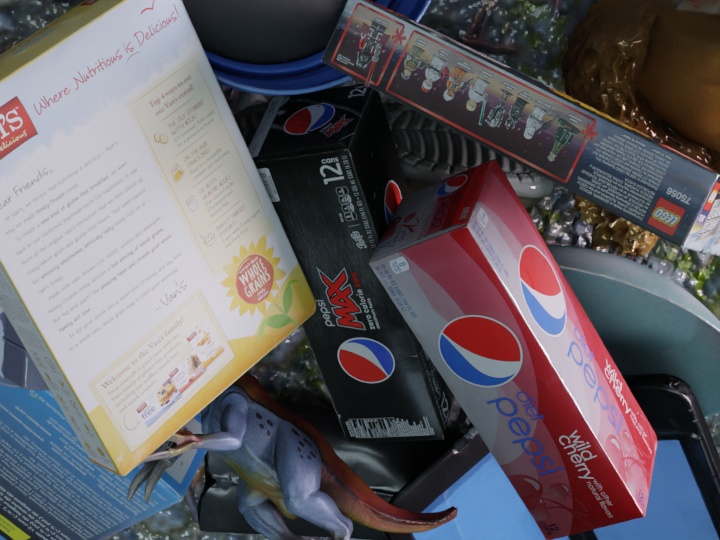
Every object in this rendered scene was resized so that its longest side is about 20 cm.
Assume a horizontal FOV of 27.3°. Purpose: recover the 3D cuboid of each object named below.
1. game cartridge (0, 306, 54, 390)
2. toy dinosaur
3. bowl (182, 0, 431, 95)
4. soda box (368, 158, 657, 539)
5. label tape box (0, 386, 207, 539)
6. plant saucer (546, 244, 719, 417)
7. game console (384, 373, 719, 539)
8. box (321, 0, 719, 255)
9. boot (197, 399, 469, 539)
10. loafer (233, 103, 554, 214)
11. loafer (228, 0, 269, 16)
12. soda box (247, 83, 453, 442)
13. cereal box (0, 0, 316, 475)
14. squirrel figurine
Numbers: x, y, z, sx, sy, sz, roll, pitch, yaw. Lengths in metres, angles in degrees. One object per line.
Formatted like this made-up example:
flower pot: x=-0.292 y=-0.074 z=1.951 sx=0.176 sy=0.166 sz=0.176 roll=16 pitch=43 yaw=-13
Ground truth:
game cartridge: x=-0.203 y=-0.013 z=0.805 sx=0.038 sy=0.199 sz=0.131 roll=5 pitch=95 yaw=-32
toy dinosaur: x=-0.069 y=0.094 z=0.853 sx=0.105 sy=0.199 sz=0.183 roll=-24 pitch=82 yaw=51
bowl: x=-0.046 y=-0.193 z=0.774 sx=0.198 sy=0.039 sz=0.203 roll=-4 pitch=98 yaw=-26
soda box: x=0.087 y=0.046 z=0.796 sx=0.063 sy=0.070 sz=0.201 roll=-21 pitch=115 yaw=30
label tape box: x=-0.208 y=0.109 z=0.939 sx=0.143 sy=0.066 sz=0.199 roll=43 pitch=135 yaw=-19
plant saucer: x=0.138 y=0.030 z=0.889 sx=0.199 sy=0.039 sz=0.201 roll=16 pitch=157 yaw=7
game console: x=0.139 y=0.175 z=0.927 sx=0.174 sy=0.117 sz=0.201 roll=-4 pitch=130 yaw=31
box: x=0.092 y=-0.070 z=0.741 sx=0.199 sy=0.137 sz=0.040 roll=30 pitch=100 yaw=19
boot: x=-0.010 y=0.170 z=0.978 sx=0.197 sy=0.066 sz=0.167 roll=5 pitch=103 yaw=-10
loafer: x=0.015 y=-0.055 z=0.878 sx=0.197 sy=0.076 sz=0.070 roll=6 pitch=131 yaw=7
loafer: x=-0.119 y=-0.194 z=0.809 sx=0.200 sy=0.069 sz=0.070 roll=40 pitch=130 yaw=-23
soda box: x=0.000 y=0.000 z=0.828 sx=0.063 sy=0.071 sz=0.202 roll=-5 pitch=126 yaw=19
cereal box: x=-0.114 y=-0.023 z=0.721 sx=0.144 sy=0.039 sz=0.201 roll=-39 pitch=121 yaw=-28
squirrel figurine: x=0.216 y=-0.081 z=0.849 sx=0.198 sy=0.142 sz=0.187 roll=-17 pitch=126 yaw=22
